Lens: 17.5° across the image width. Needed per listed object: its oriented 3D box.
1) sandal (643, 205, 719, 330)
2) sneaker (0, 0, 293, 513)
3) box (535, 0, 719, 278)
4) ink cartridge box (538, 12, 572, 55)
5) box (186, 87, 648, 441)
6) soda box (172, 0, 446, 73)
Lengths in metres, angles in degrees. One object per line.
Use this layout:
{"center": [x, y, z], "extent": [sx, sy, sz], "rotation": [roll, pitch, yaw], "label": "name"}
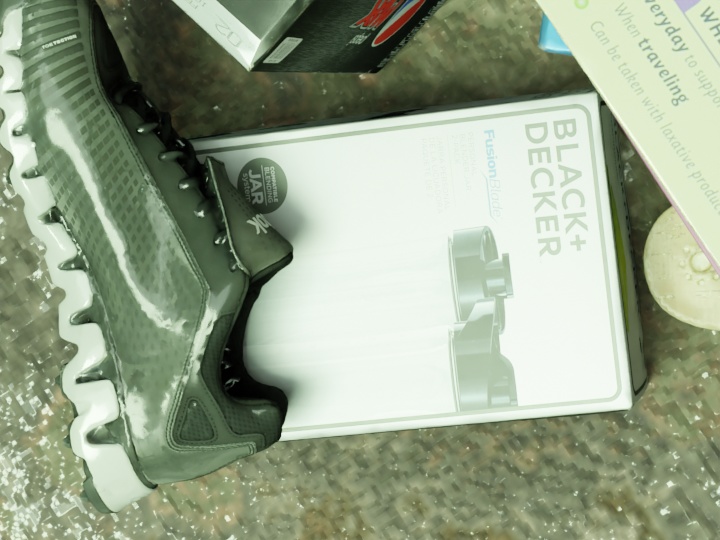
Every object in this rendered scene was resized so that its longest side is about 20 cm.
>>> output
{"center": [0.202, -0.011, 0.812], "extent": [0.211, 0.070, 0.078], "rotation": [-9, 92, 12], "label": "sandal"}
{"center": [-0.070, -0.019, 0.813], "extent": [0.090, 0.066, 0.201], "rotation": [-11, 96, 10], "label": "sneaker"}
{"center": [0.171, -0.075, 0.655], "extent": [0.200, 0.097, 0.176], "rotation": [-35, 90, 11], "label": "box"}
{"center": [0.151, -0.160, 0.773], "extent": [0.147, 0.145, 0.201], "rotation": [10, 96, 11], "label": "ink cartridge box"}
{"center": [0.000, 0.000, 0.861], "extent": [0.199, 0.060, 0.117], "rotation": [-5, 93, 12], "label": "box"}
{"center": [-0.017, -0.110, 0.784], "extent": [0.071, 0.200, 0.063], "rotation": [43, 101, 6], "label": "soda box"}
